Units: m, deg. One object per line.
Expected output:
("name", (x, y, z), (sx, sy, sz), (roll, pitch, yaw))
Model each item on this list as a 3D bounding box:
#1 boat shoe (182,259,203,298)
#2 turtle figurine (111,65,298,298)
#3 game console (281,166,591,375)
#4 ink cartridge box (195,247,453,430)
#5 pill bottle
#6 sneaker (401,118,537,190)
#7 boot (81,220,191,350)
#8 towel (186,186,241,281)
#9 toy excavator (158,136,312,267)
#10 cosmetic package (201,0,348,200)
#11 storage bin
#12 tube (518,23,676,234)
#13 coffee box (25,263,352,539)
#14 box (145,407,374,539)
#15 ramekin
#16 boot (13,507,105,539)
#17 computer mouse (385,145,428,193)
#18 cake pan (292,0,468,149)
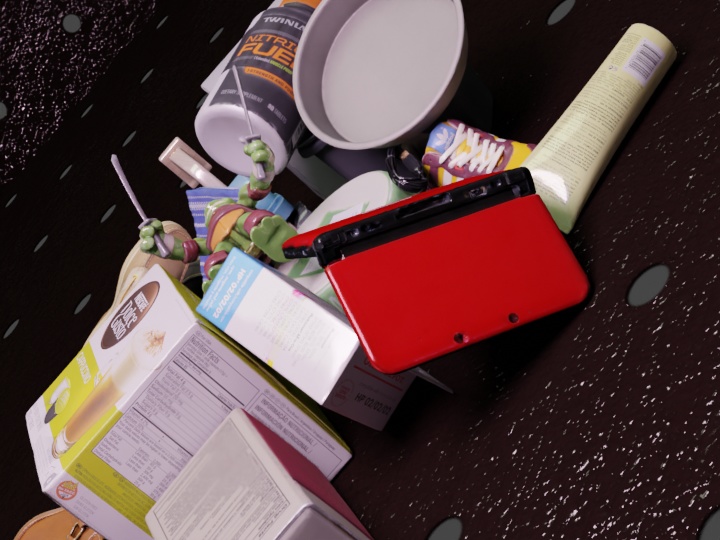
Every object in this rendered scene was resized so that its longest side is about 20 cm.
("boat shoe", (-0.208, 0.040, 1.822), (0.200, 0.074, 0.074), (-30, 37, 57))
("turtle figurine", (-0.141, -0.058, 1.405), (0.142, 0.202, 0.194), (-16, 26, -14))
("game console", (0.058, -0.001, 1.244), (0.198, 0.120, 0.172), (-19, 5, -19))
("ink cartridge box", (-0.030, 0.069, 1.272), (0.199, 0.115, 0.068), (33, 91, 32))
("pill bottle", (-0.088, -0.201, 1.569), (0.106, 0.106, 0.201), (-22, 34, 47))
("sneaker", (0.107, -0.099, 1.417), (0.075, 0.090, 0.199), (-56, 23, -18))
("boot", (-0.213, 0.045, 1.624), (0.155, 0.073, 0.201), (11, 67, 54))
("towel", (-0.142, 0.011, 1.609), (0.024, 0.202, 0.144), (-13, 9, -26))
("toy excavator", (-0.141, -0.077, 1.703), (0.100, 0.200, 0.194), (-48, 8, -1))
("cosmetic package", (-0.041, -0.215, 1.735), (0.200, 0.200, 0.123), (-48, 22, -1))
("storage bin", (0.041, -0.171, 1.597), (0.199, 0.134, 0.146), (-36, 25, 27))
("tube", (0.206, -0.128, 1.330), (0.201, 0.052, 0.058), (-54, 24, -13))
("coffee box", (-0.161, 0.147, 1.371), (0.198, 0.200, 0.200), (-48, 23, 0))
("box", (-0.075, 0.219, 1.201), (0.128, 0.109, 0.200), (-49, 27, 0))
("ramekin", (0.000, 0.000, 1.444), (0.200, 0.098, 0.201), (-40, 23, 21))
("boot", (-0.291, 0.300, 1.557), (0.200, 0.077, 0.155), (-43, 26, -5))
("computer mouse", (0.081, -0.063, 1.369), (0.200, 0.058, 0.034), (49, 127, 40))
("cake pan", (0.023, -0.208, 1.470), (0.199, 0.037, 0.203), (-13, 67, 31))
